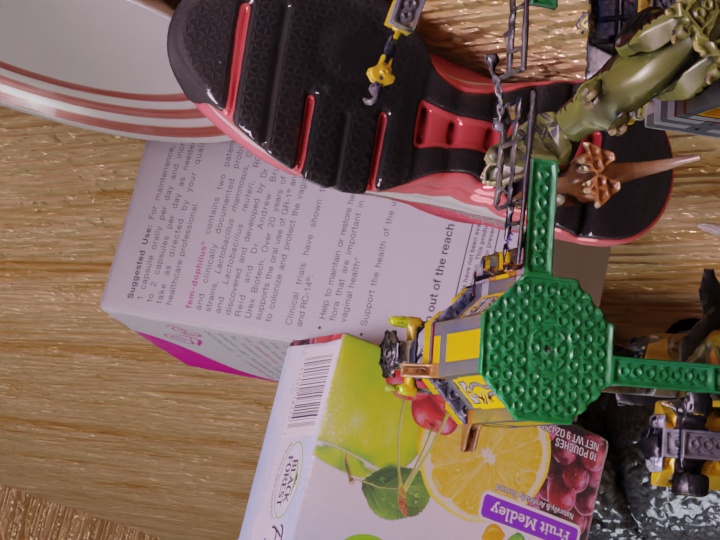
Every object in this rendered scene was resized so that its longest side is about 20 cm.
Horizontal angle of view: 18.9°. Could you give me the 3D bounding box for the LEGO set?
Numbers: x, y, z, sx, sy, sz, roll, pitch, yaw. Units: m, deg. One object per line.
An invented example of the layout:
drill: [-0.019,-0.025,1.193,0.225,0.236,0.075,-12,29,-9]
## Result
LEGO set: [0.070,-0.035,0.603,0.153,0.202,0.116,-3,175,-21]

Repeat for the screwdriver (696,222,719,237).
screwdriver: [0.235,0.003,0.898,0.199,0.028,0.029,18,136,-9]

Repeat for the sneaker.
sneaker: [0.015,-0.049,0.817,0.199,0.074,0.087,19,168,-17]

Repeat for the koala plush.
koala plush: [0.147,0.096,1.109,0.199,0.185,0.177,-7,158,29]

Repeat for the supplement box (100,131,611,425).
supplement box: [0.000,0.000,0.975,0.199,0.104,0.101,8,166,22]

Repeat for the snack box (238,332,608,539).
snack box: [0.015,0.144,0.892,0.142,0.201,0.053,23,163,-26]

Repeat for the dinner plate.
dinner plate: [-0.128,-0.098,0.884,0.199,0.024,0.200,14,168,3]
